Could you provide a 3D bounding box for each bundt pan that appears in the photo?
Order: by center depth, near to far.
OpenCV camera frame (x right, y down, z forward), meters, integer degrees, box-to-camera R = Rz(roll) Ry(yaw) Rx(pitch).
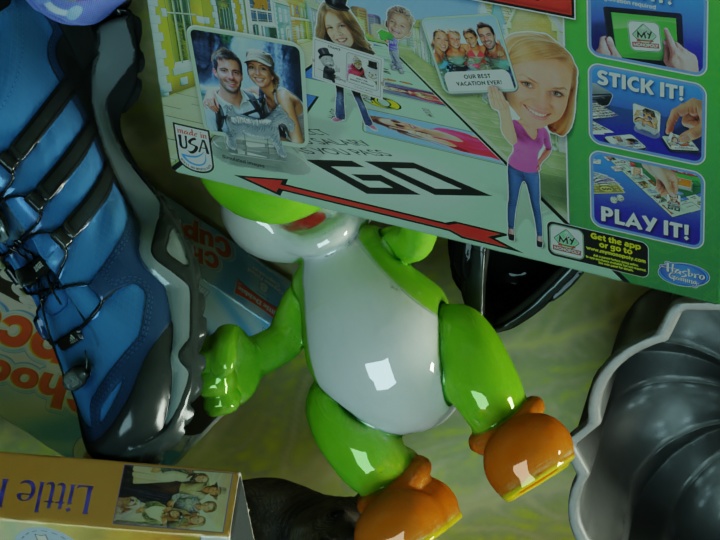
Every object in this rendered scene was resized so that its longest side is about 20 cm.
[{"bbox_3d":[0.179,0.062,0.940,0.200,0.076,0.203,3,124,4],"label":"bundt pan"}]

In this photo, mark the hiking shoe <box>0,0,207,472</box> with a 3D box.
[{"bbox_3d":[-0.116,-0.021,0.855,0.086,0.201,0.074,-1,156,-36],"label":"hiking shoe"}]

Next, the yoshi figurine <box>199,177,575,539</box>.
[{"bbox_3d":[-0.007,0.002,0.865,0.201,0.112,0.112,61,145,8],"label":"yoshi figurine"}]

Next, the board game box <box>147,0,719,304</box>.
[{"bbox_3d":[0.025,-0.072,0.745,0.199,0.029,0.135,14,132,24],"label":"board game box"}]

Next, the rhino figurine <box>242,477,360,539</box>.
[{"bbox_3d":[-0.046,0.115,0.974,0.199,0.087,0.060,-15,91,44],"label":"rhino figurine"}]

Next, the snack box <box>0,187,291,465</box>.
[{"bbox_3d":[-0.135,-0.001,0.961,0.199,0.037,0.116,35,123,-16],"label":"snack box"}]

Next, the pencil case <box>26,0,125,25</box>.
[{"bbox_3d":[-0.049,-0.167,0.811,0.199,0.087,0.078,-34,125,25],"label":"pencil case"}]

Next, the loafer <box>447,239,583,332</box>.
[{"bbox_3d":[0.089,-0.061,0.873,0.068,0.071,0.201,21,124,-10],"label":"loafer"}]

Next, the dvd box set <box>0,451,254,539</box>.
[{"bbox_3d":[-0.135,0.112,0.878,0.198,0.030,0.147,4,147,6],"label":"dvd box set"}]
